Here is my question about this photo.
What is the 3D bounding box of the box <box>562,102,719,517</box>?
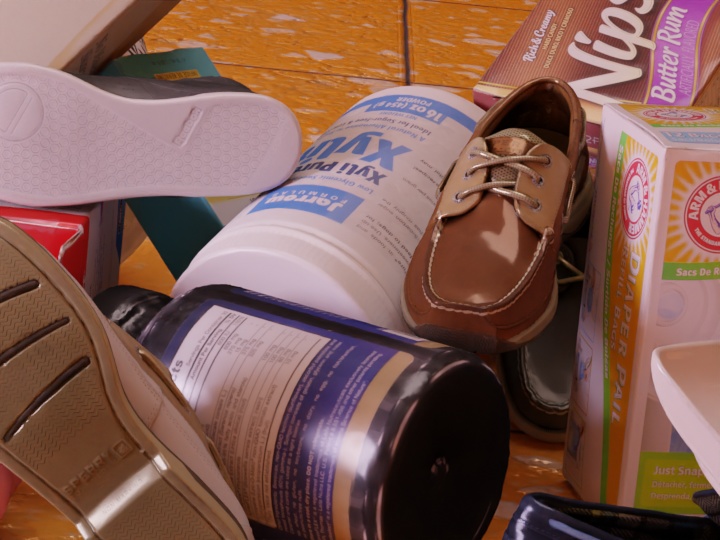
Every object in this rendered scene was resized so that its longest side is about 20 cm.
[{"bbox_3d":[0.172,0.025,1.298,0.112,0.201,0.101,2,15,-13],"label":"box"}]

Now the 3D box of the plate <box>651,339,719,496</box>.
[{"bbox_3d":[0.222,0.111,1.141,0.200,0.032,0.199,53,28,21],"label":"plate"}]

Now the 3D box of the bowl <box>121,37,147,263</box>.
[{"bbox_3d":[-0.177,-0.054,1.563,0.094,0.201,0.200,43,32,27],"label":"bowl"}]

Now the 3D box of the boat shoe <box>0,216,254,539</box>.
[{"bbox_3d":[-0.118,0.059,1.134,0.075,0.200,0.068,-32,11,8],"label":"boat shoe"}]

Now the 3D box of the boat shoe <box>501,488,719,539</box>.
[{"bbox_3d":[0.158,0.129,1.154,0.199,0.069,0.084,1,16,-22],"label":"boat shoe"}]

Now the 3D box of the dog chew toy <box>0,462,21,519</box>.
[{"bbox_3d":[-0.198,0.061,1.190,0.124,0.125,0.200,3,26,-11],"label":"dog chew toy"}]

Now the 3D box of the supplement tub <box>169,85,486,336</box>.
[{"bbox_3d":[0.000,0.000,1.367,0.132,0.132,0.200,12,31,22],"label":"supplement tub"}]

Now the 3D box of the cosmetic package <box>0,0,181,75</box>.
[{"bbox_3d":[-0.177,-0.129,1.450,0.071,0.200,0.105,44,-17,2],"label":"cosmetic package"}]

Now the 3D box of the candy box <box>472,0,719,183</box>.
[{"bbox_3d":[0.158,-0.126,1.455,0.116,0.057,0.200,18,49,25],"label":"candy box"}]

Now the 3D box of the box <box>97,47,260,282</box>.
[{"bbox_3d":[-0.074,-0.029,1.476,0.082,0.049,0.200,-14,66,-53],"label":"box"}]

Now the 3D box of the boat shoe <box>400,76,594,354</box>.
[{"bbox_3d":[0.066,-0.032,1.273,0.075,0.074,0.200,8,30,10],"label":"boat shoe"}]

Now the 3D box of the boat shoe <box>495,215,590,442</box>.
[{"bbox_3d":[0.120,-0.004,1.447,0.072,0.202,0.060,14,-30,2],"label":"boat shoe"}]

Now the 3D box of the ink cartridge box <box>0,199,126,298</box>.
[{"bbox_3d":[-0.170,0.015,1.368,0.067,0.117,0.200,7,14,2],"label":"ink cartridge box"}]

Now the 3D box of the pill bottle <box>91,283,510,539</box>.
[{"bbox_3d":[-0.041,0.069,1.223,0.200,0.112,0.112,15,17,33],"label":"pill bottle"}]

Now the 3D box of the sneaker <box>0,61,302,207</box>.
[{"bbox_3d":[-0.131,-0.068,1.358,0.199,0.071,0.099,3,4,-4],"label":"sneaker"}]
